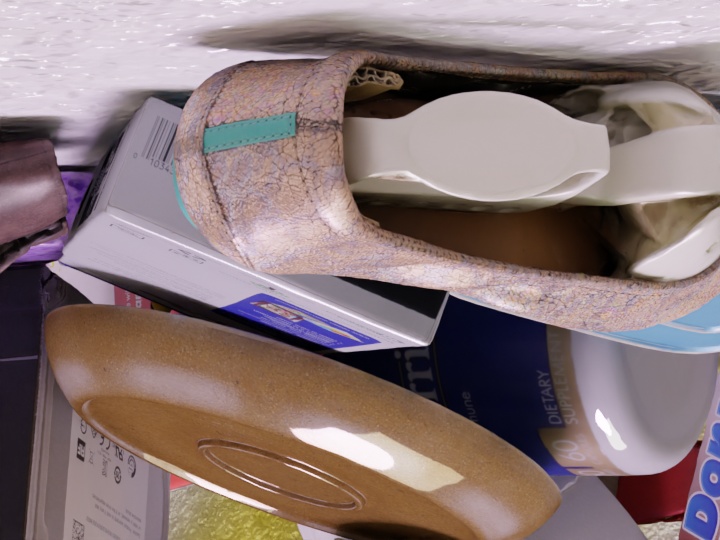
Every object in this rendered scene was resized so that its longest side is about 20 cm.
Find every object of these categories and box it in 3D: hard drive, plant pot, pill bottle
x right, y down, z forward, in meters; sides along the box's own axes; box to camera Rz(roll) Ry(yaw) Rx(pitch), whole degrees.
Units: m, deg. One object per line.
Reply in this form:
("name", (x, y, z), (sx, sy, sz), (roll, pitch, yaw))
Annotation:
("hard drive", (-0.117, 0.114, 0.880), (0.038, 0.201, 0.140), (-4, 158, 16))
("plant pot", (-0.026, 0.065, 0.811), (0.199, 0.028, 0.200), (19, 163, 6))
("pill bottle", (0.032, 0.024, 0.889), (0.199, 0.116, 0.116), (-4, 176, 32))

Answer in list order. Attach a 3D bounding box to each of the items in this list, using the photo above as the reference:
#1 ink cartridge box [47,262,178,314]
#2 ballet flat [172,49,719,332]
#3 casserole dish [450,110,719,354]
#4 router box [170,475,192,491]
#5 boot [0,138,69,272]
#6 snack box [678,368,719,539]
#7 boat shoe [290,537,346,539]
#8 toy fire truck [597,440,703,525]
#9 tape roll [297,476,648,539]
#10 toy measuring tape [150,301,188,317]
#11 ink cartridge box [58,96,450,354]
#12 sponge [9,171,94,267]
("ink cartridge box", (-0.123, 0.013, 1.053), (0.199, 0.068, 0.116), (-5, 176, 35))
("ballet flat", (0.049, -0.021, 0.550), (0.199, 0.068, 0.067), (-1, 170, -39))
("casserole dish", (0.097, -0.008, 0.710), (0.121, 0.039, 0.200), (-15, 158, 40))
("router box", (-0.126, 0.061, 1.169), (0.179, 0.049, 0.200), (-15, -161, -7))
("boot", (-0.169, -0.020, 0.634), (0.166, 0.073, 0.200), (-14, 177, -5))
("snack box", (0.172, 0.061, 0.901), (0.072, 0.201, 0.024), (-3, -159, -39))
("boat shoe", (0.003, 0.148, 0.903), (0.072, 0.063, 0.200), (24, 168, -13))
("toy fire truck", (0.081, 0.042, 1.001), (0.199, 0.142, 0.049), (-5, 176, 43))
("tape roll", (0.058, 0.142, 0.996), (0.071, 0.203, 0.202), (-37, -169, -21))
("toy measuring tape", (0.000, 0.000, 0.802), (0.199, 0.074, 0.073), (-3, 177, 27))
("ink cartridge box", (-0.038, -0.007, 0.693), (0.099, 0.039, 0.200), (22, 172, -10))
("sponge", (-0.170, -0.015, 0.857), (0.111, 0.030, 0.200), (-2, 176, -19))
